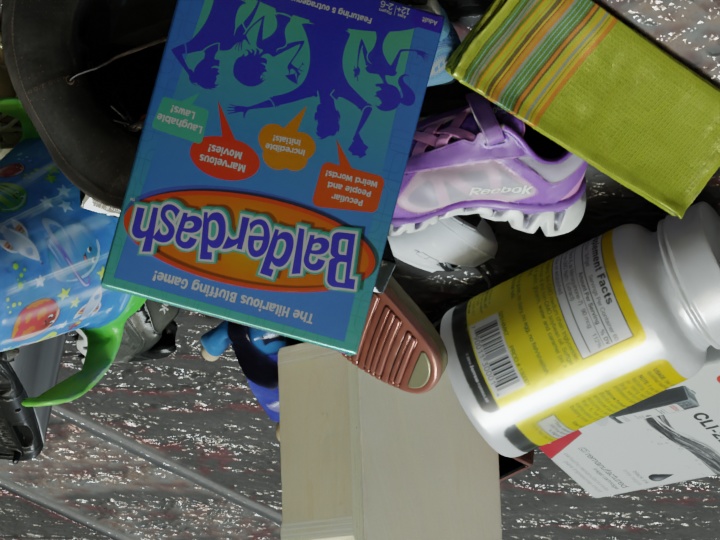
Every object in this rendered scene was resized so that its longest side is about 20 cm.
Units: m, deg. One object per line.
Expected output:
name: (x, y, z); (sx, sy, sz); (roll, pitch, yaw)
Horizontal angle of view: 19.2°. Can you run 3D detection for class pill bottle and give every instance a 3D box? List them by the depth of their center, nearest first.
pill bottle: (0.164, 0.038, 1.452); (0.199, 0.115, 0.114); (-26, 136, 19)

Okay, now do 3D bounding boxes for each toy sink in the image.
toy sink: (0.019, 0.153, 1.566); (0.130, 0.201, 0.112); (4, 168, -36)

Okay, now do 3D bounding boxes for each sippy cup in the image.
sippy cup: (-0.222, -0.009, 1.362); (0.178, 0.130, 0.140); (49, 133, 13)

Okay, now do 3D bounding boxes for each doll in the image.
doll: (-0.053, 0.062, 1.635); (0.136, 0.049, 0.200); (-10, 144, 10)

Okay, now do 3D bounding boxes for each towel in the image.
towel: (0.151, -0.108, 1.313); (0.199, 0.018, 0.086); (29, 108, -28)

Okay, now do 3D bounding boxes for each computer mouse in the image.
computer mouse: (0.053, -0.016, 1.492); (0.109, 0.044, 0.200); (-13, 141, 33)

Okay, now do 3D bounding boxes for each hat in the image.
hat: (-0.116, -0.130, 1.276); (0.199, 0.202, 0.081); (11, 177, -3)

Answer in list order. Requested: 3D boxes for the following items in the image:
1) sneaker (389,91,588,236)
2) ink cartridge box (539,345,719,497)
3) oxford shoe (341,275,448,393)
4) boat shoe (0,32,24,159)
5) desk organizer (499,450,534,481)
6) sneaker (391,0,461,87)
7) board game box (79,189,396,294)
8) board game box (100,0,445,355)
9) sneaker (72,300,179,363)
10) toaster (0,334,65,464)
sneaker: (0.063, -0.076, 1.354); (0.199, 0.081, 0.089); (0, 142, -21)
ink cartridge box: (0.225, 0.085, 1.566); (0.199, 0.084, 0.144); (-17, 138, 34)
oxford shoe: (0.000, 0.000, 1.423); (0.074, 0.200, 0.071); (-19, 146, -41)
boat shoe: (-0.245, -0.085, 1.445); (0.073, 0.063, 0.201); (11, 147, -3)
desk organizer: (0.055, 0.140, 1.701); (0.072, 0.077, 0.200); (27, 143, -25)
sneaker: (-0.022, -0.116, 1.331); (0.199, 0.079, 0.090); (-12, 149, 33)
board game box: (-0.081, -0.054, 1.351); (0.199, 0.135, 0.028); (17, 115, -17)
board game box: (-0.050, -0.067, 1.215); (0.151, 0.201, 0.045); (14, 177, -5)
sneaker: (-0.181, 0.012, 1.581); (0.090, 0.067, 0.200); (0, 150, 9)
toaster: (-0.323, 0.057, 1.632); (0.199, 0.119, 0.181); (4, 148, 10)
